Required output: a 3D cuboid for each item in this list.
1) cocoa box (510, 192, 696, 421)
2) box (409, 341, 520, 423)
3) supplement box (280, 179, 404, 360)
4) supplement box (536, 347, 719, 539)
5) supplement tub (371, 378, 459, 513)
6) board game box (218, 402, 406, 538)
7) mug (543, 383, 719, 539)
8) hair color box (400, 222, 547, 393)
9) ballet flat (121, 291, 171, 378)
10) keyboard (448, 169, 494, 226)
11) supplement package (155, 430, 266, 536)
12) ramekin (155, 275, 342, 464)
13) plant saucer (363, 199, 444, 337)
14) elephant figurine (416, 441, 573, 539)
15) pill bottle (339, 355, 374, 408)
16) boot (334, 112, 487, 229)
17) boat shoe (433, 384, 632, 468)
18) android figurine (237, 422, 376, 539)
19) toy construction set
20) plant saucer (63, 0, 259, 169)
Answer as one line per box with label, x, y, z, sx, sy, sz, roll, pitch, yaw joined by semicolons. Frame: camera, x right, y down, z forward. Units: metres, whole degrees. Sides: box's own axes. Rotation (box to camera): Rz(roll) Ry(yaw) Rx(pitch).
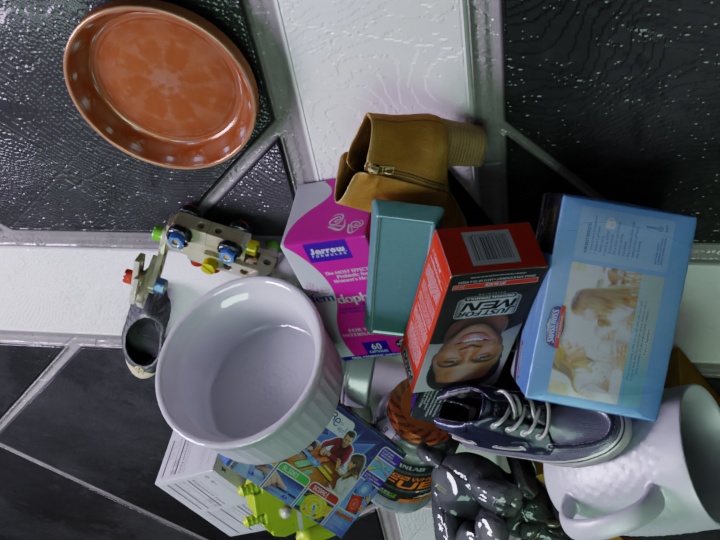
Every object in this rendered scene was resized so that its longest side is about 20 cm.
cocoa box;0.235;0.031;0.927;0.133;0.131;0.201;10;95;2
box;0.172;0.128;1.133;0.199;0.123;0.106;15;138;-3
supplement box;0.000;0.000;1.051;0.101;0.104;0.201;-7;134;21
supplement box;0.361;0.231;1.193;0.199;0.133;0.197;-23;128;34
supplement tub;0.069;0.240;1.286;0.122;0.123;0.201;13;139;0
board game box;-0.055;0.223;1.135;0.200;0.034;0.136;41;87;-29
mug;0.282;0.221;0.987;0.175;0.200;0.148;-20;98;38
hair color box;0.109;0.042;0.943;0.101;0.061;0.201;-5;142;-13
ballet flat;-0.296;0.090;1.262;0.066;0.057;0.200;17;139;-3
keyboard;0.098;-0.036;1.048;0.104;0.040;0.200;-35;122;13
supplement package;-0.162;0.232;1.277;0.110;0.201;0.156;-19;131;33
ramekin;-0.116;0.116;1.035;0.199;0.202;0.098;-5;150;20
plant saucer;0.041;0.006;0.955;0.069;0.019;0.201;7;141;3
elephant figurine;0.186;0.294;1.189;0.141;0.156;0.199;-3;176;45
pill bottle;-0.082;0.111;1.187;0.199;0.115;0.115;10;139;3
boot;0.040;-0.064;0.938;0.143;0.071;0.202;-1;120;-23
boat shoe;0.170;0.157;0.963;0.199;0.075;0.093;-9;152;35
android figurine;-0.064;0.268;1.196;0.199;0.041;0.183;-15;113;-27
toy construction set;-0.180;-0.004;1.110;0.199;0.093;0.131;6;140;-9
plant saucer;-0.199;-0.187;0.945;0.199;0.032;0.201;7;139;6
